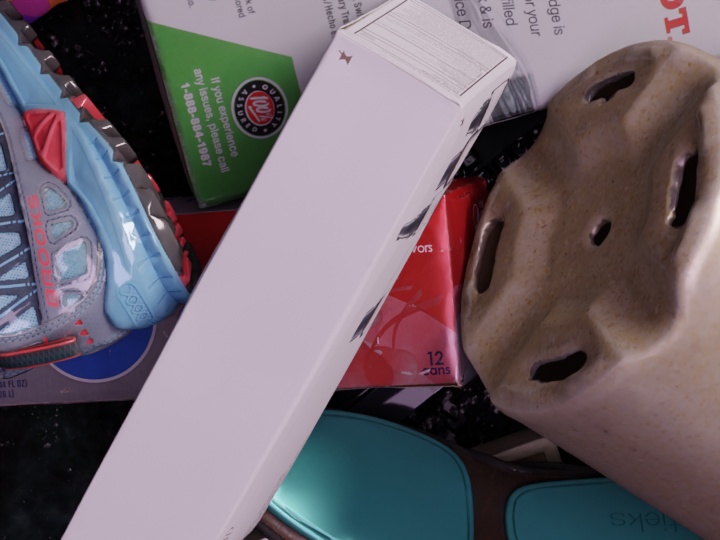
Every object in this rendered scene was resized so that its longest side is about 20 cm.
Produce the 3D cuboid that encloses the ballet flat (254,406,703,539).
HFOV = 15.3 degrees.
[{"bbox_3d":[0.039,0.100,0.990,0.200,0.068,0.068,12,59,-13],"label":"ballet flat"}]

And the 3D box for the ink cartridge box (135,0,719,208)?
[{"bbox_3d":[0.018,-0.124,0.911,0.200,0.083,0.147,-15,120,-4],"label":"ink cartridge box"}]

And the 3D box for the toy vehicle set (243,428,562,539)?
[{"bbox_3d":[0.000,0.152,1.040,0.200,0.027,0.124,-19,98,-7],"label":"toy vehicle set"}]

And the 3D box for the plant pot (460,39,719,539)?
[{"bbox_3d":[0.144,0.017,0.902,0.183,0.200,0.200,25,91,-28],"label":"plant pot"}]

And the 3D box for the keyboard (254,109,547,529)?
[{"bbox_3d":[0.000,0.000,0.999,0.200,0.040,0.104,-39,75,4],"label":"keyboard"}]

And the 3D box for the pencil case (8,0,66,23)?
[{"bbox_3d":[-0.057,-0.154,0.978,0.200,0.088,0.088,-19,98,-5],"label":"pencil case"}]

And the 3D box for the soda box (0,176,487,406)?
[{"bbox_3d":[-0.054,0.008,0.962,0.200,0.063,0.070,-3,96,16],"label":"soda box"}]

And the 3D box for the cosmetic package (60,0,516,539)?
[{"bbox_3d":[-0.023,0.011,0.873,0.051,0.083,0.200,32,111,7],"label":"cosmetic package"}]

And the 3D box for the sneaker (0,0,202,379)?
[{"bbox_3d":[-0.136,-0.035,0.912,0.096,0.200,0.079,-34,131,-9],"label":"sneaker"}]
